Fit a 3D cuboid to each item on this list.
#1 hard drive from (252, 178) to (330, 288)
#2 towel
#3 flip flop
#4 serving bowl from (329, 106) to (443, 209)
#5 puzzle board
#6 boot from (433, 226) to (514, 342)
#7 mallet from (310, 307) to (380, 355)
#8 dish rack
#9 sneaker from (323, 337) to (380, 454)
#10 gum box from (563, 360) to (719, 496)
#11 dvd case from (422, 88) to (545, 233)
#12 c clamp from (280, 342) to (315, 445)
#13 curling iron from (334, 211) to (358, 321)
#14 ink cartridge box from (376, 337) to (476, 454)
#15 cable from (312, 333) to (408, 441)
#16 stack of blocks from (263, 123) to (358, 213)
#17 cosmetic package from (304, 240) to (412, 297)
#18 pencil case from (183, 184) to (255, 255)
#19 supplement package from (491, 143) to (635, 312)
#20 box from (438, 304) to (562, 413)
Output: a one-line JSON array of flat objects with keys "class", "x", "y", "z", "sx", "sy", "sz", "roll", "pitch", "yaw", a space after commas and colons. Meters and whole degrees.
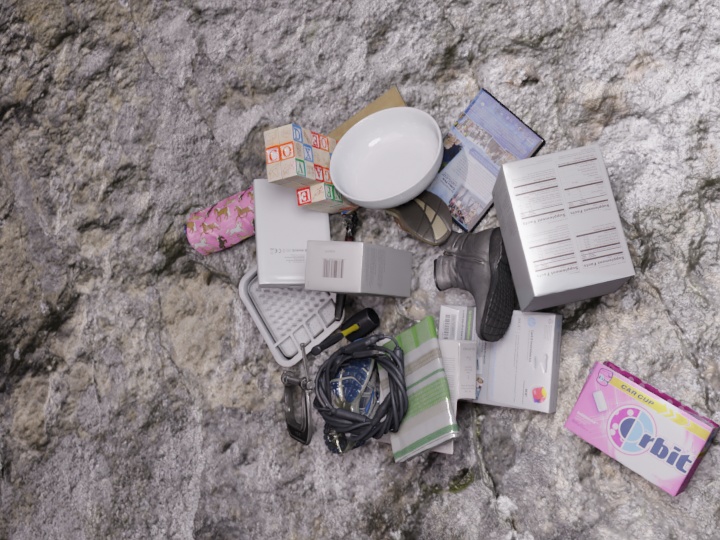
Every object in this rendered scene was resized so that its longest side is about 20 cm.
[{"class": "hard drive", "x": -0.120, "y": -0.066, "z": 1.732, "sx": 0.131, "sy": 0.027, "sz": 0.201, "roll": 0, "pitch": 68, "yaw": -13}, {"class": "towel", "x": 0.091, "y": 0.191, "z": 1.562, "sx": 0.149, "sy": 0.031, "sz": 0.201, "roll": -35, "pitch": 55, "yaw": 43}, {"class": "flip flop", "x": 0.081, "y": -0.099, "z": 1.659, "sx": 0.081, "sy": 0.058, "sz": 0.200, "roll": -43, "pitch": 50, "yaw": -18}, {"class": "serving bowl", "x": 0.052, "y": -0.179, "z": 1.648, "sx": 0.199, "sy": 0.066, "sz": 0.201, "roll": -14, "pitch": 52, "yaw": 18}, {"class": "puzzle board", "x": 0.018, "y": -0.209, "z": 1.739, "sx": 0.200, "sy": 0.017, "sz": 0.151, "roll": -33, "pitch": 72, "yaw": 24}, {"class": "boot", "x": 0.178, "y": 0.025, "z": 1.578, "sx": 0.131, "sy": 0.070, "sz": 0.201, "roll": -7, "pitch": 60, "yaw": 37}, {"class": "mallet", "x": -0.038, "y": 0.113, "z": 1.644, "sx": 0.066, "sy": 0.200, "sz": 0.041, "roll": -36, "pitch": 85, "yaw": 33}, {"class": "dish rack", "x": -0.119, "y": 0.055, "z": 1.779, "sx": 0.172, "sy": 0.043, "sz": 0.200, "roll": -41, "pitch": 68, "yaw": 21}, {"class": "sneaker", "x": -0.005, "y": 0.213, "z": 1.679, "sx": 0.077, "sy": 0.085, "sz": 0.201, "roll": 17, "pitch": 93, "yaw": 38}, {"class": "gum box", "x": 0.410, "y": 0.227, "z": 1.450, "sx": 0.200, "sy": 0.066, "sz": 0.114, "roll": 31, "pitch": 102, "yaw": 28}, {"class": "dvd case", "x": 0.193, "y": -0.181, "z": 1.630, "sx": 0.143, "sy": 0.018, "sz": 0.200, "roll": 45, "pitch": 107, "yaw": 19}, {"class": "c clamp", "x": -0.106, "y": 0.216, "z": 1.702, "sx": 0.200, "sy": 0.027, "sz": 0.172, "roll": 156, "pitch": 107, "yaw": -71}, {"class": "curling iron", "x": -0.031, "y": -0.010, "z": 1.713, "sx": 0.025, "sy": 0.050, "sz": 0.201, "roll": 4, "pitch": 76, "yaw": 19}, {"class": "ink cartridge box", "x": 0.105, "y": 0.199, "z": 1.596, "sx": 0.200, "sy": 0.045, "sz": 0.177, "roll": -3, "pitch": 83, "yaw": 54}, {"class": "cable", "x": 0.001, "y": 0.198, "z": 1.600, "sx": 0.200, "sy": 0.051, "sz": 0.164, "roll": -24, "pitch": 76, "yaw": 36}, {"class": "stack of blocks", "x": -0.081, "y": -0.169, "z": 1.668, "sx": 0.058, "sy": 0.200, "sz": 0.116, "roll": -11, "pitch": 80, "yaw": 28}, {"class": "cosmetic package", "x": 0.000, "y": 0.000, "z": 1.624, "sx": 0.107, "sy": 0.200, "sz": 0.085, "roll": 2, "pitch": 89, "yaw": 25}, {"class": "pencil case", "x": -0.234, "y": -0.100, "z": 1.837, "sx": 0.199, "sy": 0.087, "sz": 0.083, "roll": -22, "pitch": 38, "yaw": 26}, {"class": "supplement package", "x": 0.297, "y": -0.059, "z": 1.464, "sx": 0.150, "sy": 0.152, "sz": 0.201, "roll": -12, "pitch": 78, "yaw": 0}, {"class": "box", "x": 0.220, "y": 0.139, "z": 1.580, "sx": 0.199, "sy": 0.041, "sz": 0.157, "roll": 3, "pitch": 88, "yaw": 31}]
